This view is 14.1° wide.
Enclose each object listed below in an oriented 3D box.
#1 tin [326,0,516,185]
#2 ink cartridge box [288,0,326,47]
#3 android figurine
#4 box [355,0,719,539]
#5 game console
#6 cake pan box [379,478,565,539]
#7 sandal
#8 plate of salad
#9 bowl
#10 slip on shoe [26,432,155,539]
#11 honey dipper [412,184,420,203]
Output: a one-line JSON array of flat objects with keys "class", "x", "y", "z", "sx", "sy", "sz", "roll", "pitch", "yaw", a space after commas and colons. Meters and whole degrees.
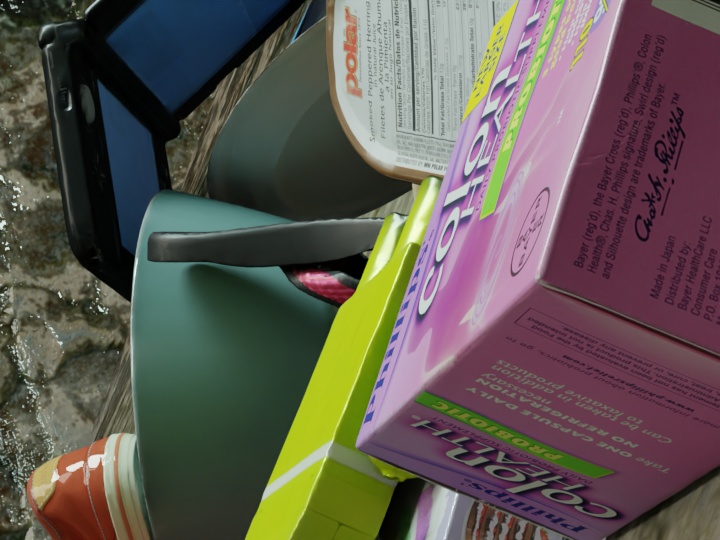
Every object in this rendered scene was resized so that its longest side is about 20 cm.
[{"class": "tin", "x": 0.051, "y": -0.088, "z": 1.229, "sx": 0.199, "sy": 0.042, "sz": 0.113, "roll": 14, "pitch": 106, "yaw": 53}, {"class": "ink cartridge box", "x": 0.044, "y": -0.150, "z": 1.527, "sx": 0.068, "sy": 0.115, "sz": 0.201, "roll": -78, "pitch": 13, "yaw": -53}, {"class": "android figurine", "x": -0.001, "y": 0.064, "z": 1.171, "sx": 0.182, "sy": 0.041, "sz": 0.201, "roll": 135, "pitch": 156, "yaw": -69}, {"class": "box", "x": 0.092, "y": -0.026, "z": 0.960, "sx": 0.200, "sy": 0.096, "sz": 0.177, "roll": 130, "pitch": 160, "yaw": -67}, {"class": "game console", "x": -0.080, "y": -0.079, "z": 1.470, "sx": 0.200, "sy": 0.116, "sz": 0.177, "roll": 48, "pitch": -148, "yaw": -75}, {"class": "cake pan box", "x": 0.046, "y": 0.072, "z": 1.164, "sx": 0.184, "sy": 0.052, "sz": 0.201, "roll": 131, "pitch": 160, "yaw": -60}, {"class": "sandal", "x": 0.000, "y": 0.000, "z": 1.296, "sx": 0.075, "sy": 0.199, "sz": 0.045, "roll": 4, "pitch": -97, "yaw": -68}, {"class": "plate of salad", "x": 0.007, "y": -0.091, "z": 1.458, "sx": 0.048, "sy": 0.199, "sz": 0.200, "roll": 56, "pitch": 140, "yaw": 25}, {"class": "bowl", "x": -0.039, "y": 0.058, "z": 1.410, "sx": 0.201, "sy": 0.104, "sz": 0.202, "roll": -4, "pitch": -90, "yaw": -82}, {"class": "slip on shoe", "x": -0.113, "y": 0.165, "z": 1.399, "sx": 0.074, "sy": 0.061, "sz": 0.201, "roll": -86, "pitch": -14, "yaw": -55}, {"class": "honey dipper", "x": 0.028, "y": -0.066, "z": 1.332, "sx": 0.038, "sy": 0.038, "sz": 0.202, "roll": -159, "pitch": 61, "yaw": -82}]
